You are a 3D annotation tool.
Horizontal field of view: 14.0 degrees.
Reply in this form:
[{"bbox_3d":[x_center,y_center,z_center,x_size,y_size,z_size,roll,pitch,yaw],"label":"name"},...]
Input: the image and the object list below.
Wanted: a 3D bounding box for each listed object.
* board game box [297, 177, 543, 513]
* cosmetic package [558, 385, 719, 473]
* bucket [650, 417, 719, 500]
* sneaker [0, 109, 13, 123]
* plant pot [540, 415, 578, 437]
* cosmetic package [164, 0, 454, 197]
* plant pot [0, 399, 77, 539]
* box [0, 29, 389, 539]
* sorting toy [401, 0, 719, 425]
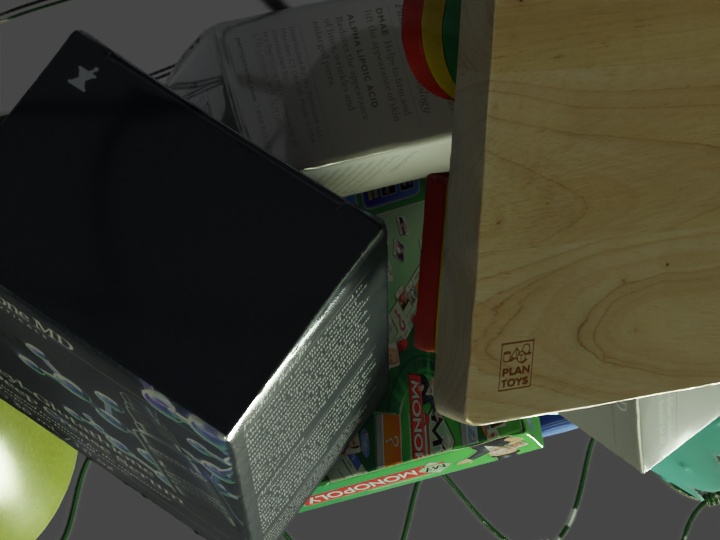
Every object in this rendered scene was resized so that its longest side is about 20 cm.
[{"bbox_3d":[0.000,0.000,1.320,0.134,0.200,0.029,-16,157,16],"label":"board game box"},{"bbox_3d":[0.089,-0.007,1.373,0.090,0.107,0.200,-32,-133,-24],"label":"cosmetic package"},{"bbox_3d":[0.166,0.007,1.570,0.135,0.207,0.207,25,173,0],"label":"bucket"},{"bbox_3d":[-0.215,-0.017,1.260,0.200,0.077,0.085,-11,180,-24],"label":"sneaker"},{"bbox_3d":[0.187,0.005,1.986,0.200,0.180,0.200,-16,174,21],"label":"plant pot"},{"bbox_3d":[0.028,-0.081,1.247,0.200,0.074,0.102,-15,175,-18],"label":"cosmetic package"},{"bbox_3d":[-0.249,0.053,1.483,0.187,0.187,0.200,-14,160,-2],"label":"plant pot"},{"bbox_3d":[-0.076,0.018,1.190,0.107,0.148,0.200,-53,167,-16],"label":"box"},{"bbox_3d":[0.096,-0.054,1.150,0.200,0.199,0.070,-7,-164,-42],"label":"sorting toy"}]
